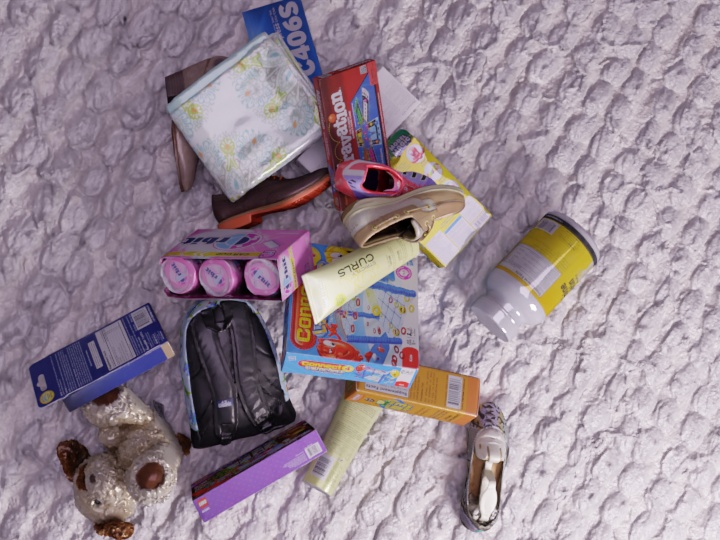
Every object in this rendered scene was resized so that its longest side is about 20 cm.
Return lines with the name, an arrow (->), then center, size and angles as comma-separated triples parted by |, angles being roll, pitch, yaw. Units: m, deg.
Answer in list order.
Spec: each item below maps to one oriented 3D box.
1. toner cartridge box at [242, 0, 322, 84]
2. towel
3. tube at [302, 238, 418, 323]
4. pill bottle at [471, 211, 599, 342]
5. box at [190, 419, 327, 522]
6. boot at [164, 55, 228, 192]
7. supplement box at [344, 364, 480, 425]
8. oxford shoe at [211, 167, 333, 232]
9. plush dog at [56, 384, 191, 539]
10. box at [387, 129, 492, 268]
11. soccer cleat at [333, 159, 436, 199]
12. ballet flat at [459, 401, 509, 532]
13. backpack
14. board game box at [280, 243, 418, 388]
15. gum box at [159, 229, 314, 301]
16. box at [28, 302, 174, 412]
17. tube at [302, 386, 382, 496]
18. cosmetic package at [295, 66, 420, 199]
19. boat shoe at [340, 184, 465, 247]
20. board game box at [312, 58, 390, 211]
toner cartridge box -> -0.108, -0.307, 1.585 | 0.094, 0.043, 0.202 | -17, 79, 2
towel -> -0.156, -0.226, 1.518 | 0.199, 0.048, 0.172 | -36, 92, -1
tube -> 0.000, 0.000, 1.520 | 0.199, 0.052, 0.058 | -30, 77, -32
pill bottle -> 0.268, 0.012, 1.621 | 0.112, 0.112, 0.200 | 45, 81, -4
box -> -0.151, 0.288, 1.521 | 0.199, 0.137, 0.039 | -29, 92, -10
boot -> -0.213, -0.225, 1.574 | 0.145, 0.070, 0.202 | -7, 87, -10
supplement box -> 0.078, 0.180, 1.588 | 0.198, 0.067, 0.069 | 15, 65, -12
oxford shoe -> -0.132, -0.120, 1.563 | 0.199, 0.071, 0.073 | -22, 86, 6
plush dog -> -0.343, 0.287, 1.507 | 0.171, 0.160, 0.200 | -40, 65, 4
box -> 0.095, -0.113, 1.632 | 0.200, 0.048, 0.117 | 45, 82, -7
soccer cleat -> 0.051, -0.121, 1.533 | 0.199, 0.076, 0.067 | 11, 89, -38
ballet flat -> 0.198, 0.306, 1.615 | 0.071, 0.072, 0.202 | 9, 85, -9
backpack -> -0.195, 0.134, 1.531 | 0.162, 0.154, 0.202 | -16, 111, -8
board game box -> -0.014, 0.063, 1.551 | 0.194, 0.056, 0.201 | 8, 54, -10
gum box -> -0.180, -0.010, 1.501 | 0.198, 0.114, 0.067 | 1, 112, 22
box -> -0.374, 0.130, 1.504 | 0.199, 0.121, 0.033 | -27, 125, -10
tube -> -0.019, 0.244, 1.594 | 0.058, 0.052, 0.201 | 43, 69, -44
cosmetic package -> -0.005, -0.212, 1.618 | 0.082, 0.051, 0.200 | 43, 81, -1
boat shoe -> 0.070, -0.073, 1.510 | 0.198, 0.074, 0.067 | -13, 64, -22
board game box -> -0.008, -0.197, 1.529 | 0.102, 0.019, 0.202 | -24, 119, -28
